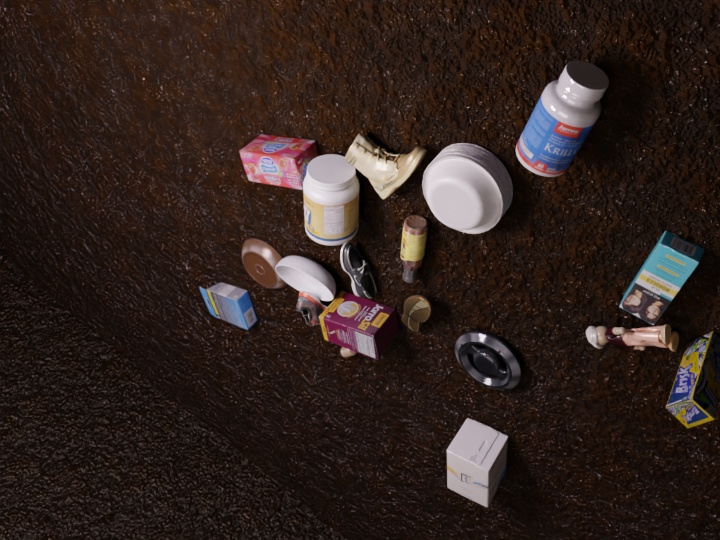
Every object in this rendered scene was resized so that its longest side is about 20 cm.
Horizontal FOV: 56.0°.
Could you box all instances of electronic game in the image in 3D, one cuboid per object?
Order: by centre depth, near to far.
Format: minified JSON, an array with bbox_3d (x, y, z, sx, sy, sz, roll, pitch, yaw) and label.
[{"bbox_3d":[0.348,0.248,1.853,0.199,0.042,0.201,26,139,24],"label":"electronic game"}]

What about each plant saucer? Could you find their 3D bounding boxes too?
[{"bbox_3d":[-0.320,-0.012,2.218,0.199,0.037,0.202,25,139,24],"label":"plant saucer"}]

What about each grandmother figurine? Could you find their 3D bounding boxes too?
[{"bbox_3d":[0.599,0.148,1.512,0.199,0.061,0.121,-2,143,49],"label":"grandmother figurine"}]

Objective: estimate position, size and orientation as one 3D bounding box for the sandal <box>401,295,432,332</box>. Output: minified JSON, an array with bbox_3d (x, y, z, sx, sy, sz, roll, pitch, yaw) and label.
[{"bbox_3d":[0.162,0.112,1.890,0.080,0.054,0.200,40,158,13],"label":"sandal"}]

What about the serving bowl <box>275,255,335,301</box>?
[{"bbox_3d":[-0.156,0.013,2.043,0.199,0.066,0.200,24,160,9],"label":"serving bowl"}]

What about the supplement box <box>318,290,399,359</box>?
[{"bbox_3d":[-0.004,0.161,2.018,0.199,0.131,0.104,17,136,29],"label":"supplement box"}]

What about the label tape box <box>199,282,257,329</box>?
[{"bbox_3d":[-0.482,0.121,2.472,0.199,0.066,0.144,17,136,34],"label":"label tape box"}]

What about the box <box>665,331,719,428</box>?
[{"bbox_3d":[0.693,0.221,1.380,0.064,0.200,0.070,42,143,-1],"label":"box"}]

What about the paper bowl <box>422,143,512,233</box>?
[{"bbox_3d":[0.229,-0.171,1.505,0.199,0.104,0.202,23,138,23],"label":"paper bowl"}]

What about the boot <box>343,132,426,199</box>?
[{"bbox_3d":[0.054,-0.269,1.594,0.155,0.073,0.200,44,149,-6],"label":"boot"}]

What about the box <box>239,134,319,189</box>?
[{"bbox_3d":[-0.209,-0.290,1.792,0.199,0.100,0.096,14,135,34],"label":"box"}]

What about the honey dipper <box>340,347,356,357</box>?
[{"bbox_3d":[0.009,0.245,2.167,0.199,0.038,0.038,-22,110,49],"label":"honey dipper"}]

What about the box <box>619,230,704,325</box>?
[{"bbox_3d":[0.611,0.018,1.383,0.082,0.049,0.201,30,141,17],"label":"box"}]

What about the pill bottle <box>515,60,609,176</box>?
[{"bbox_3d":[0.375,-0.281,1.256,0.112,0.112,0.201,33,143,12],"label":"pill bottle"}]

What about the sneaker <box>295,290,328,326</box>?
[{"bbox_3d":[-0.142,0.143,2.131,0.077,0.082,0.200,6,153,43],"label":"sneaker"}]

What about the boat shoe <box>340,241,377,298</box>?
[{"bbox_3d":[0.000,0.000,1.911,0.060,0.076,0.201,14,146,34],"label":"boat shoe"}]

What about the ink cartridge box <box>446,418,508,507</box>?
[{"bbox_3d":[0.360,0.591,2.090,0.144,0.147,0.201,20,137,28],"label":"ink cartridge box"}]

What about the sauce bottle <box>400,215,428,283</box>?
[{"bbox_3d":[0.135,-0.049,1.739,0.066,0.066,0.201,25,138,22],"label":"sauce bottle"}]

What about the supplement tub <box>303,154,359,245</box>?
[{"bbox_3d":[-0.074,-0.180,1.737,0.144,0.145,0.201,25,140,22],"label":"supplement tub"}]
